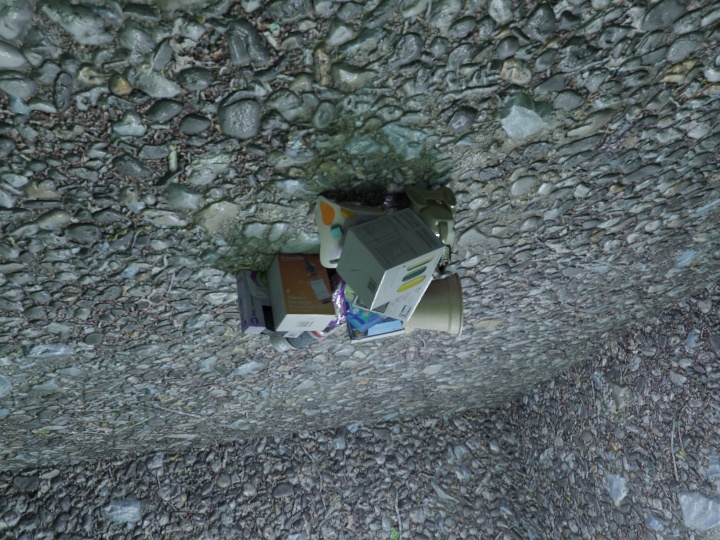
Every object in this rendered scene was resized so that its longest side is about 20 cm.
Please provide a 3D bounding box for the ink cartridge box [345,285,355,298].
[{"bbox_3d":[0.000,0.000,1.700,0.104,0.059,0.200,10,135,-9],"label":"ink cartridge box"}]

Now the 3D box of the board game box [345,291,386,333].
[{"bbox_3d":[-0.008,0.093,1.828,0.152,0.045,0.200,-34,108,33],"label":"board game box"}]

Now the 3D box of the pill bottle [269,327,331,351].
[{"bbox_3d":[-0.212,0.205,1.977,0.200,0.120,0.120,-27,150,23],"label":"pill bottle"}]

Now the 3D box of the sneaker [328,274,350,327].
[{"bbox_3d":[-0.069,0.097,1.710,0.088,0.081,0.200,11,125,-15],"label":"sneaker"}]

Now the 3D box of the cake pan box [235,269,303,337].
[{"bbox_3d":[-0.268,0.102,1.675,0.184,0.200,0.052,11,143,-35],"label":"cake pan box"}]

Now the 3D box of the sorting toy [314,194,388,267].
[{"bbox_3d":[-0.025,-0.086,1.476,0.200,0.107,0.180,3,118,-30],"label":"sorting toy"}]

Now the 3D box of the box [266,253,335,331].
[{"bbox_3d":[-0.175,0.064,1.647,0.152,0.200,0.106,2,149,-27],"label":"box"}]

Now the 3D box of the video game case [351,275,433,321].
[{"bbox_3d":[0.090,0.055,1.657,0.182,0.023,0.200,17,130,-10],"label":"video game case"}]

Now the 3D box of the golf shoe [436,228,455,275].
[{"bbox_3d":[0.257,-0.064,1.741,0.077,0.088,0.200,-10,151,-5],"label":"golf shoe"}]

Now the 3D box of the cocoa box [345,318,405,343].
[{"bbox_3d":[0.050,0.157,1.998,0.200,0.134,0.131,-10,152,-8],"label":"cocoa box"}]

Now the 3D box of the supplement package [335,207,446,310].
[{"bbox_3d":[0.073,-0.032,1.414,0.200,0.151,0.152,-22,148,-34],"label":"supplement package"}]

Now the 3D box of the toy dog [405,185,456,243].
[{"bbox_3d":[0.179,-0.104,1.525,0.139,0.194,0.200,-11,144,-26],"label":"toy dog"}]

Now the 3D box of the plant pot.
[{"bbox_3d":[0.218,0.109,1.799,0.183,0.201,0.201,-1,152,1],"label":"plant pot"}]
